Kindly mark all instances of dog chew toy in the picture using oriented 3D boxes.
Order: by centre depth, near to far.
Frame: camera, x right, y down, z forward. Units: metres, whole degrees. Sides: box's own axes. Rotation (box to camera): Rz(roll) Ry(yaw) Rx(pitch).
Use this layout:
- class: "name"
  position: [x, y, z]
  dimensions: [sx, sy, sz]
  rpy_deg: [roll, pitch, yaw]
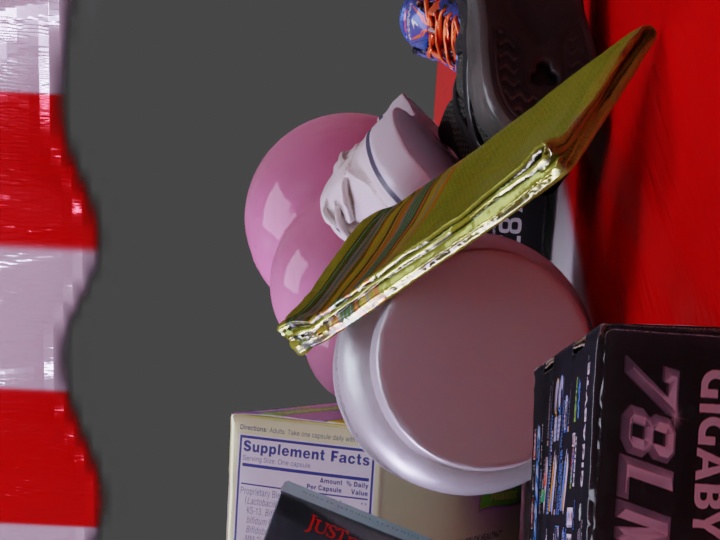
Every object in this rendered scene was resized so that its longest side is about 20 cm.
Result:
- class: "dog chew toy"
  position: [0.000, 0.000, 1.204]
  dimensions: [0.201, 0.123, 0.125]
  rpy_deg: [-101, 12, -51]

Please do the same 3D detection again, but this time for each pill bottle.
- class: "pill bottle"
  position: [0.045, 0.042, 0.946]
  dimensions: [0.200, 0.113, 0.115]
  rpy_deg: [117, 155, -85]

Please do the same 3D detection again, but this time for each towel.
- class: "towel"
  position: [0.038, -0.031, 0.848]
  dimensions: [0.200, 0.018, 0.086]
  rpy_deg: [-35, 17, 52]

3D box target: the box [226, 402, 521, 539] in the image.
- class: "box"
  position: [0.008, 0.176, 1.173]
  dimensions: [0.176, 0.096, 0.202]
  rpy_deg: [-1, -86, -61]

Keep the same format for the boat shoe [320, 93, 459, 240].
- class: "boat shoe"
  position: [0.015, -0.038, 1.044]
  dimensions: [0.070, 0.071, 0.200]
  rpy_deg: [-44, 10, 8]

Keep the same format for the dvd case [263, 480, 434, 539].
- class: "dvd case"
  position: [-0.003, 0.216, 0.989]
  dimensions: [0.022, 0.145, 0.201]
  rpy_deg: [-49, -21, -76]

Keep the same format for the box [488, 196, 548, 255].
- class: "box"
  position: [0.080, -0.091, 1.185]
  dimensions: [0.162, 0.049, 0.201]
  rpy_deg: [-86, -2, -62]

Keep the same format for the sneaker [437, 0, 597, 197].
- class: "sneaker"
  position: [0.071, -0.120, 1.010]
  dimensions: [0.114, 0.076, 0.201]
  rpy_deg: [108, 161, -61]

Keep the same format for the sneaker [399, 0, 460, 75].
- class: "sneaker"
  position: [0.064, -0.155, 1.394]
  dimensions: [0.200, 0.078, 0.076]
  rpy_deg: [-90, 2, -72]

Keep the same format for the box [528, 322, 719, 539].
- class: "box"
  position: [0.079, 0.123, 0.661]
  dimensions: [0.199, 0.049, 0.202]
  rpy_deg: [80, -167, -83]
